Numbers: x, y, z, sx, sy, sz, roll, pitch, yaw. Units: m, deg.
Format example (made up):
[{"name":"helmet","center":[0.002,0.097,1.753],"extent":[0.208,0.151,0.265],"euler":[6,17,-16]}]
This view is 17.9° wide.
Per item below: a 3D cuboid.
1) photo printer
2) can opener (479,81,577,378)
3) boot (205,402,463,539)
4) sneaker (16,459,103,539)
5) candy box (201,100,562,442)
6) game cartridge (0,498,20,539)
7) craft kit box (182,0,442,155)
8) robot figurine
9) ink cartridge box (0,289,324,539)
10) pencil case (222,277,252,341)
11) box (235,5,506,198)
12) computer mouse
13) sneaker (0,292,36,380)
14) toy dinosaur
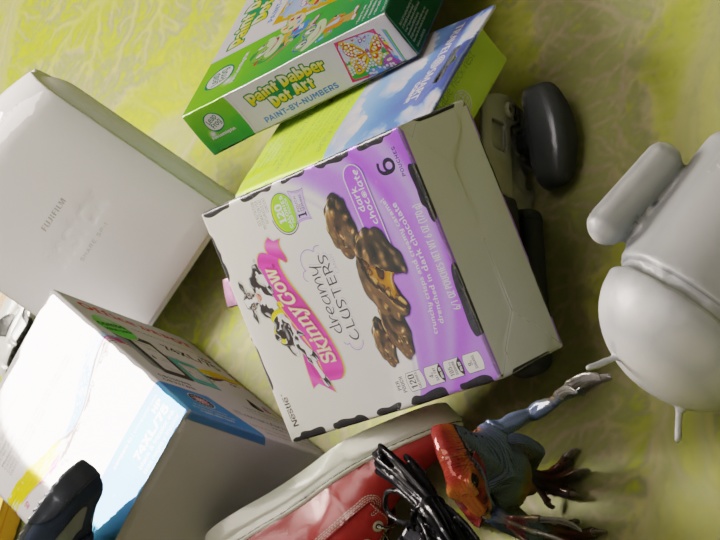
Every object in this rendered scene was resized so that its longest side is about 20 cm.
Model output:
[{"name":"photo printer","center":[-0.220,-0.044,1.745],"extent":[0.167,0.200,0.069],"euler":[-54,3,11]},{"name":"can opener","center":[0.111,-0.032,1.514],"extent":[0.067,0.053,0.201],"euler":[-22,60,37]},{"name":"boot","center":[0.009,0.189,1.516],"extent":[0.200,0.072,0.145],"euler":[-36,72,15]},{"name":"sneaker","center":[-0.198,0.223,1.509],"extent":[0.082,0.070,0.201],"euler":[29,109,13]},{"name":"candy box","center":[0.010,0.005,1.470],"extent":[0.200,0.071,0.168],"euler":[-21,92,45]},{"name":"game cartridge","center":[-0.348,0.184,1.885],"extent":[0.199,0.032,0.177],"euler":[10,80,47]},{"name":"craft kit box","center":[-0.017,-0.190,1.652],"extent":[0.197,0.049,0.200],"euler":[-27,27,36]},{"name":"robot figurine","center":[0.216,-0.001,1.336],"extent":[0.169,0.113,0.200],"euler":[36,82,5]},{"name":"ink cartridge box","center":[-0.156,0.134,1.635],"extent":[0.200,0.146,0.147],"euler":[35,98,46]},{"name":"pencil case","center":[0.000,0.000,1.585],"extent":[0.199,0.087,0.088],"euler":[-11,65,40]},{"name":"box","center":[0.013,-0.101,1.562],"extent":[0.200,0.048,0.122],"euler":[-18,33,46]},{"name":"computer mouse","center":[0.066,0.206,1.393],"extent":[0.052,0.201,0.139],"euler":[-21,37,-12]},{"name":"sneaker","center":[-0.249,-0.003,1.839],"extent":[0.080,0.074,0.201],"euler":[37,99,48]},{"name":"toy dinosaur","center":[0.077,0.136,1.381],"extent":[0.199,0.181,0.106],"euler":[-20,60,38]}]
